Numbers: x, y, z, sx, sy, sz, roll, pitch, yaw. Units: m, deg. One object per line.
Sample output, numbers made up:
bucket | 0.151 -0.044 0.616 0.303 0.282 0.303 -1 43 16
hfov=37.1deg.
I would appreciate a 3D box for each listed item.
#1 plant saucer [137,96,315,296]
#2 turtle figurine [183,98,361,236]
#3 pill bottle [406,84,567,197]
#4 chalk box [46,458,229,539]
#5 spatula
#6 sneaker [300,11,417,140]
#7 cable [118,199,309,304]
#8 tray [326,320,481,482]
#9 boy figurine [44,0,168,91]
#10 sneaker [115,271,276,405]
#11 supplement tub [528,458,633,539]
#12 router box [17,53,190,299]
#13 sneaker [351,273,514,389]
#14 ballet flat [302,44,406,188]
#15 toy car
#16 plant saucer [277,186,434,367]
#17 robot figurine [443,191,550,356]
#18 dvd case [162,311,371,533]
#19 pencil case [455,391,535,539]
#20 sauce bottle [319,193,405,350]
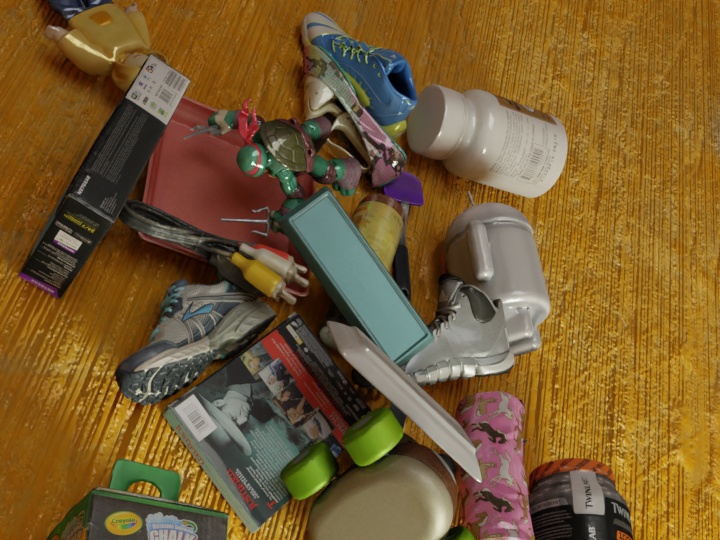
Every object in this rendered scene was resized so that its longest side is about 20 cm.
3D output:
plant saucer | -0.144 -0.078 1.170 0.197 0.037 0.202 20 52 -25
turtle figurine | -0.088 -0.116 1.148 0.199 0.100 0.152 -14 82 -52
pill bottle | 0.164 -0.173 1.407 0.197 0.114 0.116 13 55 -30
chalk box | -0.186 0.257 0.865 0.123 0.124 0.203 18 52 -25
spatula | 0.051 -0.045 1.304 0.056 0.021 0.203 11 58 -16
sneaker | 0.008 -0.265 1.355 0.075 0.105 0.201 -32 84 -44
cable | -0.142 -0.032 1.076 0.198 0.051 0.097 33 23 -8
tray | 0.047 0.123 1.067 0.200 0.022 0.107 44 4 -16
boy figurine | -0.278 -0.257 1.154 0.123 0.065 0.201 -23 68 -43
sneaker | -0.174 0.060 1.043 0.087 0.078 0.199 49 36 9
supplement tub | 0.232 0.313 1.140 0.121 0.122 0.203 20 52 -25
router box | -0.244 -0.090 1.024 0.051 0.149 0.202 31 48 -16
sneaker | 0.076 0.064 1.178 0.197 0.075 0.118 -6 93 -26
ballet flat | -0.024 -0.187 1.317 0.071 0.069 0.201 -36 86 -23
toy car | 0.043 0.202 1.063 0.166 0.157 0.200 56 28 -4
plant saucer | -0.002 0.009 1.122 0.070 0.019 0.201 -35 89 -18
robot figurine | 0.163 0.003 1.292 0.170 0.111 0.203 54 24 -59
dvd case | -0.085 0.147 1.080 0.147 0.022 0.199 51 44 2
pencil case | 0.145 0.227 1.139 0.085 0.084 0.202 9 45 -7
sauce bottle | 0.000 0.000 1.207 0.066 0.066 0.202 34 46 -14
